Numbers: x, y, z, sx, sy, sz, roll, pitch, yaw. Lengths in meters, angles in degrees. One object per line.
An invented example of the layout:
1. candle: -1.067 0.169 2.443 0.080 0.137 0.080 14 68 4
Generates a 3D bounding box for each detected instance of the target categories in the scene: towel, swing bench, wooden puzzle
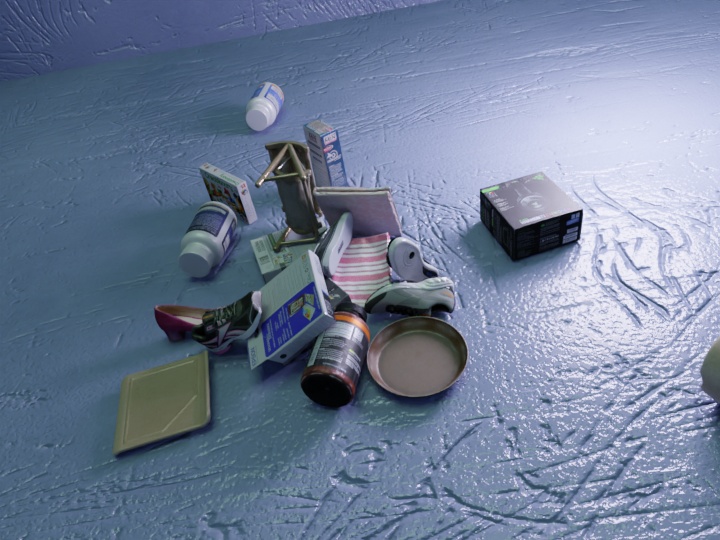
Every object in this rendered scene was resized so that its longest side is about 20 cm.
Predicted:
1. towel: -0.003 -0.142 1.354 0.188 0.201 0.033 2 65 14
2. swing bench: -0.167 -0.190 1.385 0.127 0.201 0.202 -6 40 6
3. wooden puzzle: -0.390 0.262 1.109 0.197 0.038 0.186 -20 41 -1
4. towel: 0.000 0.000 1.286 0.144 0.030 0.202 -6 53 9

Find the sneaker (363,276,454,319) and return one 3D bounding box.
1. sneaker: 0.105 0.068 1.172 0.197 0.074 0.081 -9 64 1

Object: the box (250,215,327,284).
1. box: -0.168 -0.054 1.412 0.197 0.042 0.156 -22 41 -10

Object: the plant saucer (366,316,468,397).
1. plant saucer: 0.111 0.171 1.085 0.197 0.032 0.202 -7 41 6

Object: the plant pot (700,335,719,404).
1. plant pot: 0.639 0.177 0.840 0.198 0.203 0.183 -24 30 -15

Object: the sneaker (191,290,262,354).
1. sneaker: -0.278 0.107 1.143 0.200 0.086 0.081 -42 41 28

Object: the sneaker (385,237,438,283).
1. sneaker: 0.084 -0.026 1.207 0.111 0.200 0.074 33 85 39

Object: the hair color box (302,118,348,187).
1. hair color box: -0.095 -0.312 1.568 0.060 0.202 0.100 -30 43 -21

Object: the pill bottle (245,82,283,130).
1. pill bottle: -0.354 -0.594 2.032 0.110 0.113 0.202 -2 41 12

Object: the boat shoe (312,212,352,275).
1. boat shoe: -0.069 -0.066 1.278 0.067 0.072 0.202 6 46 16

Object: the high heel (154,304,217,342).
1. high heel: -0.353 0.096 1.240 0.196 0.097 0.068 -10 39 3

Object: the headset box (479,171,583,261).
1. headset box: 0.396 -0.137 1.323 0.171 0.094 0.201 -16 39 -5

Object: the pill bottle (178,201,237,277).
1. pill bottle: -0.399 -0.079 1.444 0.109 0.112 0.202 -3 40 11

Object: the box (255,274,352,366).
1. box: -0.137 0.090 1.208 0.199 0.049 0.158 -38 45 -15

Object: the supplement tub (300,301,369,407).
1. supplement tub: -0.041 0.156 1.084 0.105 0.108 0.201 2 41 16

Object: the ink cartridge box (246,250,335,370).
1. ink cartridge box: -0.152 0.084 1.138 0.199 0.043 0.199 -36 41 15

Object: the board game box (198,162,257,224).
1. board game box: -0.379 -0.222 1.593 0.199 0.128 0.034 27 52 38
